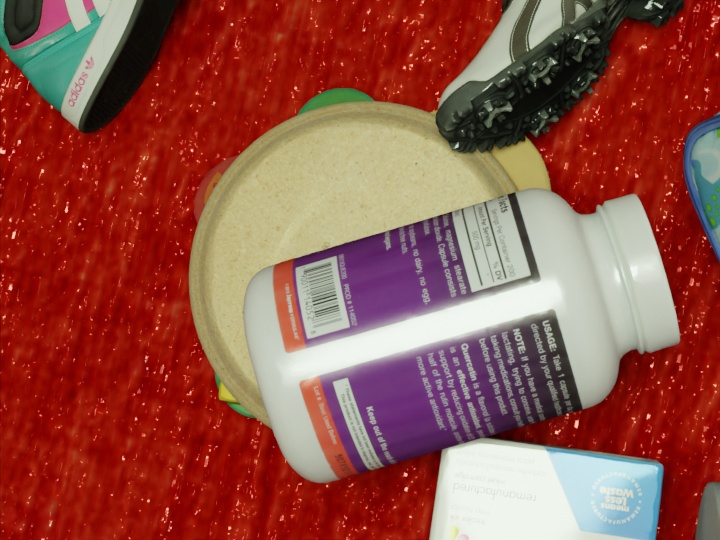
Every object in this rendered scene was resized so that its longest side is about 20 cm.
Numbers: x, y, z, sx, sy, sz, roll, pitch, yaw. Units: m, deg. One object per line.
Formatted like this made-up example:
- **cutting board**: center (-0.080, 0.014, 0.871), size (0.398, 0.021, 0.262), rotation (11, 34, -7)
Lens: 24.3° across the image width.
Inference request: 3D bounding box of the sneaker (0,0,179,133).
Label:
- **sneaker**: center (-0.148, -0.189, 0.918), size (0.121, 0.084, 0.200), rotation (37, 113, 8)

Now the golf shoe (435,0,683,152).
- **golf shoe**: center (0.102, -0.146, 0.905), size (0.200, 0.078, 0.094), rotation (-41, 68, -14)

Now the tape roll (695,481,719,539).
- **tape roll**: center (0.196, 0.202, 0.793), size (0.066, 0.200, 0.201), rotation (1, 84, 6)

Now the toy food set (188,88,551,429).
- **toy food set**: center (0.000, 0.000, 0.915), size (0.198, 0.049, 0.200), rotation (7, 86, 8)

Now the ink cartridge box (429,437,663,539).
- **ink cartridge box**: center (0.089, 0.191, 0.874), size (0.116, 0.067, 0.200), rotation (7, 85, 8)

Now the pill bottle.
- **pill bottle**: center (0.050, 0.028, 0.824), size (0.200, 0.112, 0.113), rotation (-16, 83, 5)

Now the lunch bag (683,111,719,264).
- **lunch bag**: center (0.270, -0.031, 0.813), size (0.200, 0.082, 0.161), rotation (-13, 105, 43)
